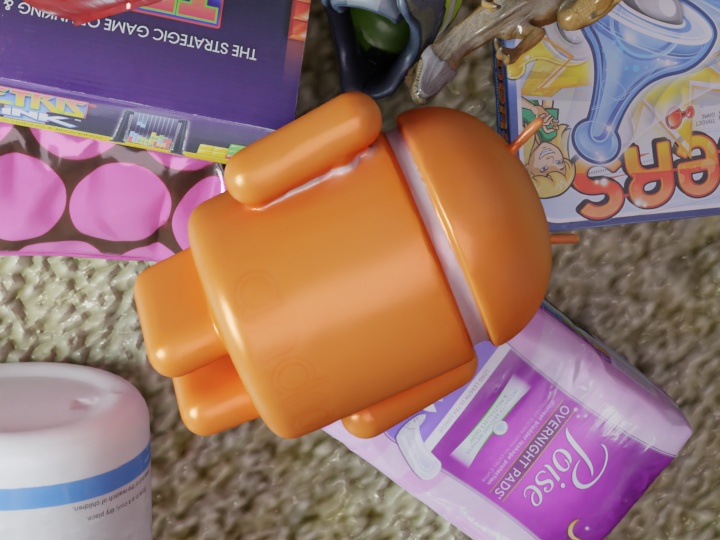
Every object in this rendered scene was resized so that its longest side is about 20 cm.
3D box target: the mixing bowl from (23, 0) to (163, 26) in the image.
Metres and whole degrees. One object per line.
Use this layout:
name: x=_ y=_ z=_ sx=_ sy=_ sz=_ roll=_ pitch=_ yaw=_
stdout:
mixing bowl: x=-0.084 y=-0.162 z=0.707 sx=0.198 sy=0.200 sz=0.110 roll=-16 pitch=99 yaw=-3

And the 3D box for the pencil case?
pencil case: x=-0.148 y=-0.042 z=0.855 sx=0.198 sy=0.091 sz=0.095 roll=3 pitch=96 yaw=-10

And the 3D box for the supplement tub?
supplement tub: x=-0.166 y=0.157 z=0.881 sx=0.130 sy=0.132 sz=0.202 roll=-1 pitch=104 yaw=-7

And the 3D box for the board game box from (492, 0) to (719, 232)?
board game box: x=0.168 y=-0.096 z=0.910 sx=0.197 sy=0.034 sz=0.137 roll=-7 pitch=105 yaw=-6

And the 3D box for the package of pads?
package of pads: x=0.058 y=0.063 z=0.916 sx=0.199 sy=0.076 sz=0.121 roll=37 pitch=100 yaw=-15

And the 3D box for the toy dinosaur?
toy dinosaur: x=0.108 y=-0.136 z=0.820 sx=0.198 sy=0.106 sz=0.061 roll=-20 pitch=83 yaw=-10

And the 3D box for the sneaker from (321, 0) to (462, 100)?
sneaker: x=0.015 y=-0.158 z=0.798 sx=0.073 sy=0.081 sz=0.201 roll=8 pitch=141 yaw=12

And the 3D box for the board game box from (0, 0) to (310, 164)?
board game box: x=-0.119 y=-0.147 z=0.810 sx=0.198 sy=0.057 sz=0.167 roll=9 pitch=73 yaw=-10

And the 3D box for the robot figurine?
robot figurine: x=0.000 y=0.001 z=0.802 sx=0.198 sy=0.117 sz=0.145 roll=-24 pitch=90 yaw=1
